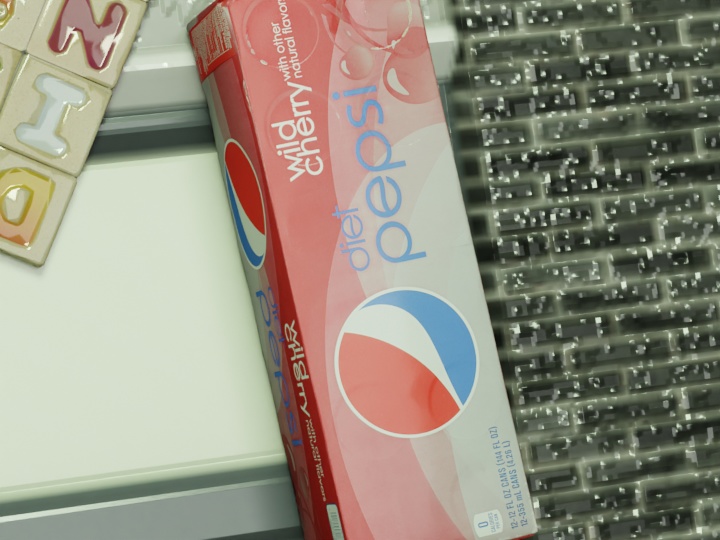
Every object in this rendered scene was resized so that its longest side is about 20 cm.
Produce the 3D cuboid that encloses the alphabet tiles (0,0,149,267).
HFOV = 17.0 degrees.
[{"bbox_3d":[-0.160,-0.093,0.814,0.166,0.006,0.200,23,80,-12],"label":"alphabet tiles"}]

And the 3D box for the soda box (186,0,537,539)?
[{"bbox_3d":[0.000,0.000,0.818,0.070,0.063,0.200,-13,88,-15],"label":"soda box"}]
